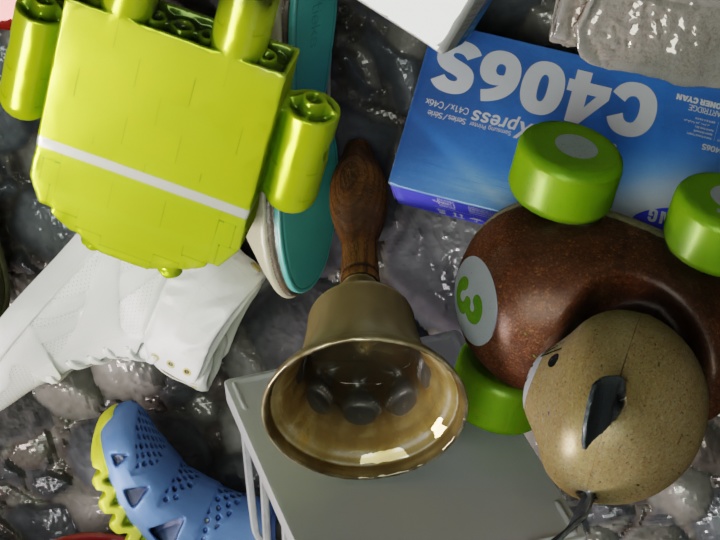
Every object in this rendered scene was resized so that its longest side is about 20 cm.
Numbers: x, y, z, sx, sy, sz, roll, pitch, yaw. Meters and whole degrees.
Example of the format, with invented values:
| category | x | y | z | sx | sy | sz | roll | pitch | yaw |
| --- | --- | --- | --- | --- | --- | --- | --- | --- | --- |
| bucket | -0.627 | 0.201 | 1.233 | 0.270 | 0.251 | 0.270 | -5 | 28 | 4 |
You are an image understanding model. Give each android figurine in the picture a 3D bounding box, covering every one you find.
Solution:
| category | x | y | z | sx | sy | sz | roll | pitch | yaw |
| --- | --- | --- | --- | --- | --- | --- | --- | --- | --- |
| android figurine | -0.104 | -0.079 | 1.156 | 0.181 | 0.041 | 0.201 | 18 | 127 | 3 |

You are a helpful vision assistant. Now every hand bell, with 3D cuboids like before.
| category | x | y | z | sx | sy | sz | roll | pitch | yaw |
| --- | --- | --- | --- | --- | --- | --- | --- | --- | --- |
| hand bell | 0.000 | 0.000 | 1.160 | 0.103 | 0.201 | 0.105 | -1 | 135 | -1 |

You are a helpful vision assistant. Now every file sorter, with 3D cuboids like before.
| category | x | y | z | sx | sy | sz | roll | pitch | yaw |
| --- | --- | --- | --- | --- | --- | --- | --- | --- | --- |
| file sorter | 0.021 | 0.147 | 1.179 | 0.138 | 0.200 | 0.125 | -11 | 123 | -13 |

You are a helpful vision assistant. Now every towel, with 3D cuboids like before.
| category | x | y | z | sx | sy | sz | roll | pitch | yaw |
| --- | --- | --- | --- | --- | --- | --- | --- | --- | --- |
| towel | 0.199 | -0.156 | 1.095 | 0.198 | 0.035 | 0.133 | 5 | 117 | -10 |

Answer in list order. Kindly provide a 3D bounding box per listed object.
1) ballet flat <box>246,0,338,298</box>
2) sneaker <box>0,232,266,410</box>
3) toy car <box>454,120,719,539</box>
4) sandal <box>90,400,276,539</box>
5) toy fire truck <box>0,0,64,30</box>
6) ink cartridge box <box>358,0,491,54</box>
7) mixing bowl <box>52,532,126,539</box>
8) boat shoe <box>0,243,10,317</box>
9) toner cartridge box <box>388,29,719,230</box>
| category | x | y | z | sx | sy | sz | roll | pitch | yaw |
| --- | --- | --- | --- | --- | --- | --- | --- | --- | --- |
| ballet flat | -0.047 | -0.086 | 1.216 | 0.069 | 0.069 | 0.201 | 9 | 110 | 12 |
| sneaker | -0.143 | 0.042 | 1.276 | 0.116 | 0.074 | 0.200 | 45 | 113 | -1 |
| toy car | 0.107 | 0.055 | 1.056 | 0.157 | 0.200 | 0.165 | 19 | 124 | 7 |
| sandal | -0.085 | 0.154 | 1.302 | 0.087 | 0.080 | 0.200 | -27 | 112 | 20 |
| toy fire truck | -0.236 | -0.195 | 1.184 | 0.199 | 0.129 | 0.176 | -26 | 113 | 32 |
| ink cartridge box | 0.046 | -0.226 | 1.082 | 0.125 | 0.129 | 0.201 | 32 | 100 | 2 |
| mixing bowl | -0.184 | 0.265 | 1.323 | 0.108 | 0.200 | 0.201 | -19 | 105 | 48 |
| boat shoe | -0.261 | -0.059 | 1.270 | 0.068 | 0.075 | 0.201 | -4 | 99 | 26 |
| toner cartridge box | 0.123 | -0.061 | 1.160 | 0.199 | 0.043 | 0.096 | 14 | 81 | 10 |
